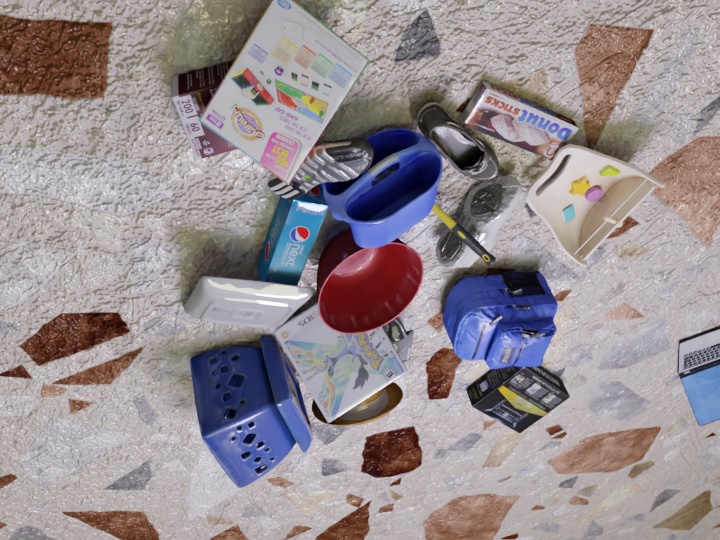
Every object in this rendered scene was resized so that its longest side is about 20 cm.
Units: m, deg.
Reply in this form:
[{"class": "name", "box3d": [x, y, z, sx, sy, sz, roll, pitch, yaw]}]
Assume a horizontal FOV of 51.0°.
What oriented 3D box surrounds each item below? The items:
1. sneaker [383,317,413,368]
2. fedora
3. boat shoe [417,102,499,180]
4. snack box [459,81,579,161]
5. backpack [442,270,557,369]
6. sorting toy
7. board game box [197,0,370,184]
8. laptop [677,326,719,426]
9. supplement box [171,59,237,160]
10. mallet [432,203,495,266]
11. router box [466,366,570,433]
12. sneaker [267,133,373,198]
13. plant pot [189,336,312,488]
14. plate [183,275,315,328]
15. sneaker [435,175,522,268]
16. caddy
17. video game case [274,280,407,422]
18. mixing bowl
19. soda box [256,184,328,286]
[{"class": "sneaker", "box3d": [0.012, 0.116, 1.466, 0.195, 0.075, 0.118, 13, 102, -5]}, {"class": "fedora", "box3d": [-0.012, 0.231, 1.503, 0.195, 0.201, 0.084, -12, 108, -4]}, {"class": "boat shoe", "box3d": [0.163, -0.192, 1.222, 0.067, 0.058, 0.198, -39, 130, 22]}, {"class": "snack box", "box3d": [0.259, -0.240, 1.227, 0.196, 0.025, 0.072, 15, 128, -27]}, {"class": "backpack", "box3d": [0.265, 0.096, 1.449, 0.194, 0.170, 0.166, 2, 126, -12]}, {"class": "sorting toy", "box3d": [0.383, -0.137, 1.309, 0.177, 0.108, 0.201, 22, 123, -27]}, {"class": "board game box", "box3d": [-0.104, -0.244, 1.017, 0.151, 0.040, 0.202, 33, 101, -16]}, {"class": "laptop", "box3d": [0.862, 0.238, 1.783, 0.183, 0.117, 0.202, -20, 135, 3]}, {"class": "supplement box", "box3d": [-0.160, -0.242, 1.083, 0.195, 0.062, 0.110, -16, 133, -2]}, {"class": "mallet", "box3d": [0.158, -0.088, 1.275, 0.198, 0.041, 0.066, 35, 117, -4]}, {"class": "router box", "box3d": [0.361, 0.281, 1.726, 0.157, 0.053, 0.198, -41, 130, 21]}, {"class": "sneaker", "box3d": [-0.058, -0.188, 1.115, 0.197, 0.118, 0.075, -13, 146, 39]}, {"class": "plant pot", "box3d": [-0.203, 0.262, 1.454, 0.176, 0.202, 0.202, -21, 135, -2]}, {"class": "plate", "box3d": [-0.198, 0.063, 1.316, 0.195, 0.033, 0.199, 8, 159, -21]}, {"class": "sneaker", "box3d": [0.220, -0.085, 1.341, 0.098, 0.079, 0.201, 8, 130, -48]}, {"class": "caddy", "box3d": [0.034, -0.133, 1.158, 0.198, 0.142, 0.106, -35, 154, -18]}, {"class": "video game case", "box3d": [-0.036, 0.151, 1.411, 0.180, 0.022, 0.203, -32, 94, 3]}, {"class": "mixing bowl", "box3d": [0.000, 0.000, 1.309, 0.196, 0.109, 0.203, -16, 135, -17]}, {"class": "soda box", "box3d": [-0.116, -0.056, 1.264, 0.063, 0.069, 0.202, 8, 130, -23]}]
